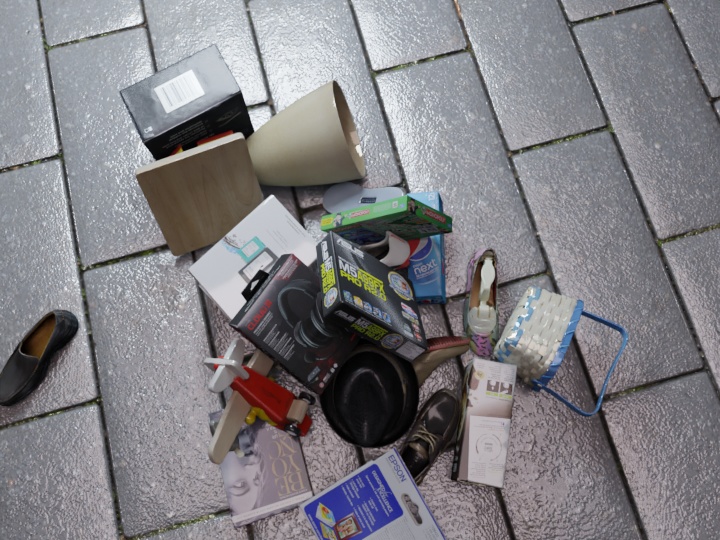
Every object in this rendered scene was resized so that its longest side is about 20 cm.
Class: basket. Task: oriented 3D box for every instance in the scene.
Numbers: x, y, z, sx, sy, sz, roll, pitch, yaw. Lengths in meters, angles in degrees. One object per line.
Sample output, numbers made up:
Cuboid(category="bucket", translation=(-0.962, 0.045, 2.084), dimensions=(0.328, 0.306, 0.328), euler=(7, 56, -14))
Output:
Cuboid(category="basket", translation=(0.350, 0.132, 1.167), dimensions=(0.198, 0.140, 0.177), euler=(29, 66, 14))

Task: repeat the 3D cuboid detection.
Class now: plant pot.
Cuboid(category="plant pot", translation=(-0.111, -0.237, 1.273), dimensions=(0.197, 0.187, 0.190), euler=(-17, 74, 11))

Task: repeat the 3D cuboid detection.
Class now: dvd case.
Cuboid(category="dvd case", translation=(-0.176, 0.331, 1.184), dimensions=(0.146, 0.016, 0.203), euler=(-16, 75, -4))

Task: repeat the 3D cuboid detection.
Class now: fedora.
Cuboid(category="fedora", translation=(0.010, 0.221, 1.136), dimensions=(0.197, 0.092, 0.204), euler=(1, 100, 7))

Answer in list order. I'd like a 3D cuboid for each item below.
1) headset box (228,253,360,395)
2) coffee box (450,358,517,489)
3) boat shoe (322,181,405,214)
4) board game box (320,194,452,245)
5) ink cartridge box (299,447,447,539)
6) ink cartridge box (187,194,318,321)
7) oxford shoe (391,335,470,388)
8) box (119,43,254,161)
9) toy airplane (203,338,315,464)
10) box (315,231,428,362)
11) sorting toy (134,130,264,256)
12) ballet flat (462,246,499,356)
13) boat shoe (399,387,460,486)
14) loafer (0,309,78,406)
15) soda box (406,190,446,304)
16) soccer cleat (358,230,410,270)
Cuboid(category="headset box", translation=(-0.105, 0.080, 1.091), dimensions=(0.200, 0.077, 0.149), euler=(42, 74, -16))
Cuboid(category="coffee box", translation=(0.210, 0.264, 1.148), dimensions=(0.078, 0.113, 0.203), euler=(9, 74, 4))
Cuboid(category="boat shoe", translation=(0.021, -0.119, 1.270), dimensions=(0.200, 0.086, 0.076), euler=(5, 69, 39))
Cuboid(category="board game box", translation=(0.045, -0.082, 1.184), dimensions=(0.198, 0.134, 0.030), euler=(-9, 71, 41))
Cuboid(category="ink cartridge box", translation=(0.029, 0.427, 1.107), dimensions=(0.199, 0.047, 0.199), euler=(-32, 79, 8))
Cuboid(category="ink cartridge box", translation=(-0.178, 0.002, 1.208), dimensions=(0.200, 0.147, 0.146), euler=(-43, 79, -10))
Cuboid(category="oxford shoe", translation=(0.108, 0.171, 1.206), dimensions=(0.197, 0.070, 0.076), euler=(-17, 93, 2))
Cuboid(category="box", translation=(-0.317, -0.288, 1.262), dimensions=(0.195, 0.200, 0.118), euler=(-29, 76, -8))
Cuboid(category="toy airplane", translation=(-0.189, 0.208, 1.140), dimensions=(0.198, 0.140, 0.202), euler=(-11, 83, -37))
Cuboid(category="box", translation=(0.018, 0.044, 1.104), dimensions=(0.044, 0.199, 0.162), euler=(-40, 37, 27))
Cuboid(category="sorting toy", translation=(-0.290, -0.150, 1.237), dimensions=(0.196, 0.202, 0.070), euler=(-21, 47, -9))
Cuboid(category="ballet flat", translation=(0.226, 0.052, 1.228), dimensions=(0.068, 0.071, 0.203), euler=(4, 75, 1))
Cuboid(category="boat shoe", translation=(0.112, 0.297, 1.138), dimensions=(0.074, 0.073, 0.202), euler=(27, 93, 10))
Cuboid(category="loafer", translation=(-0.601, 0.152, 1.209), dimensions=(0.072, 0.072, 0.202), euler=(30, 77, 7))
Cuboid(category="soda box", translation=(0.123, -0.042, 1.251), dimensions=(0.063, 0.068, 0.203), euler=(-4, 74, 14))
Cuboid(category="soccer cleat", translation=(0.000, 0.000, 1.212), dimensions=(0.199, 0.085, 0.069), euler=(-33, 46, 17))
